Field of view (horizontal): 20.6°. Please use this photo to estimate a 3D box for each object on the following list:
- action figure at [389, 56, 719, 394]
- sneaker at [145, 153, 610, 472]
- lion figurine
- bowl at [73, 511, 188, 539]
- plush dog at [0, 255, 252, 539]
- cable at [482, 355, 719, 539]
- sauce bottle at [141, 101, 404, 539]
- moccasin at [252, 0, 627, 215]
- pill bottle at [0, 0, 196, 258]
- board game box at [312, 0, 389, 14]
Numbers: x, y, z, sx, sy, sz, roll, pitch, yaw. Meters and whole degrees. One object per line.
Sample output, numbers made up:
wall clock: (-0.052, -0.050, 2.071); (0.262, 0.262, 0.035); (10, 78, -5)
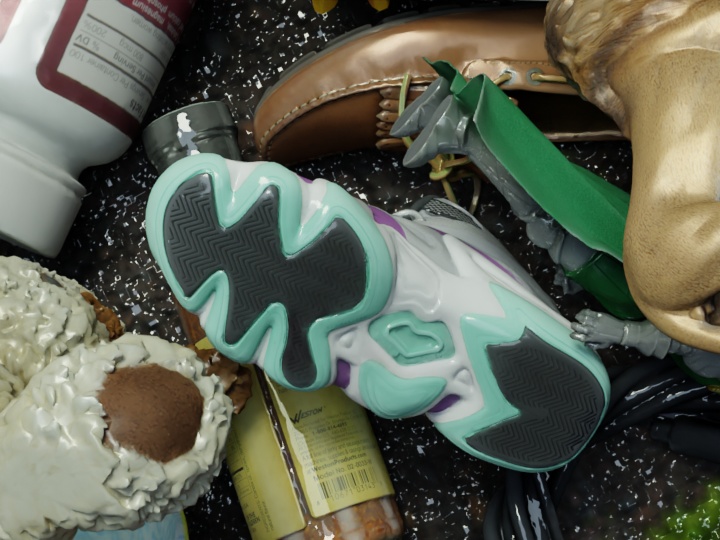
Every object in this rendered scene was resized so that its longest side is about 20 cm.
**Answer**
action figure: (0.100, -0.001, 0.765); (0.199, 0.118, 0.055); (38, 103, -15)
sneaker: (0.000, 0.000, 0.795); (0.199, 0.140, 0.078); (31, 105, -18)
lion figurine: (0.120, -0.040, 0.688); (0.121, 0.073, 0.201); (-9, 49, 19)
bowl: (-0.159, 0.161, 0.792); (0.198, 0.201, 0.109); (-3, 124, 6)
plush dog: (-0.141, 0.054, 0.759); (0.199, 0.172, 0.162); (26, 113, 8)
cable: (0.145, 0.116, 0.802); (0.163, 0.051, 0.200); (-40, 78, 0)
sauce bottle: (-0.041, 0.027, 0.831); (0.065, 0.066, 0.202); (-19, 80, 4)
moccasin: (0.054, -0.067, 0.834); (0.199, 0.074, 0.078); (-7, 73, -3)
pill bottle: (-0.131, -0.115, 0.838); (0.113, 0.114, 0.201); (23, 84, 10)
board game box: (0.081, -0.192, 0.837); (0.198, 0.026, 0.202); (3, 61, 7)
